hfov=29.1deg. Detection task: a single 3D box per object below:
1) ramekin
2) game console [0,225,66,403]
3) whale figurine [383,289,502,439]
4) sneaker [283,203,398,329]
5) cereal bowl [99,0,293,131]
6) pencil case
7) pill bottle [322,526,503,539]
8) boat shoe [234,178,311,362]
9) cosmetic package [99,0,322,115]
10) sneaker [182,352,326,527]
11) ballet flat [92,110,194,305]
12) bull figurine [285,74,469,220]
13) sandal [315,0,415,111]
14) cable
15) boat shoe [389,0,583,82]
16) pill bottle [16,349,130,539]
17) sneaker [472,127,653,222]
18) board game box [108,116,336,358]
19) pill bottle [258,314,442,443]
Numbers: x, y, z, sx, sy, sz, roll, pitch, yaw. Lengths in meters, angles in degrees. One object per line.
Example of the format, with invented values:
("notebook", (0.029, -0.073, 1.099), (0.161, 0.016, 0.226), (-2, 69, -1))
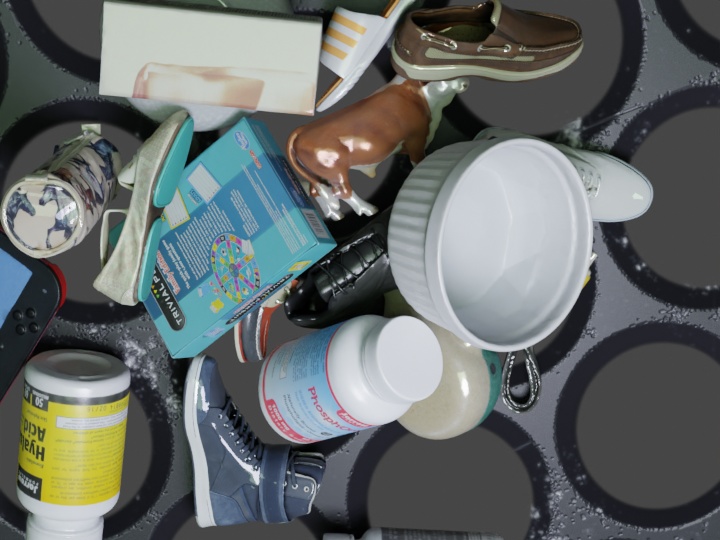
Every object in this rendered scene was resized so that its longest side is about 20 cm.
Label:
("ramekin", (0.118, -0.030, 1.328), (0.198, 0.105, 0.203), (-7, 103, -35))
("game console", (-0.418, 0.025, 1.440), (0.199, 0.031, 0.178), (36, 101, 3))
("whale figurine", (0.078, 0.072, 1.455), (0.158, 0.103, 0.202), (-26, 82, 40))
("sneaker", (0.000, 0.000, 1.397), (0.200, 0.090, 0.076), (-47, 63, 29))
("cereal bowl", (-0.163, -0.232, 1.372), (0.197, 0.083, 0.203), (0, 105, -1))
("pencil case", (-0.287, -0.078, 1.347), (0.077, 0.200, 0.091), (-7, 107, 5))
("pill bottle", (0.055, 0.338, 1.506), (0.197, 0.113, 0.115), (4, 105, -2))
("boat shoe", (-0.093, 0.000, 1.440), (0.062, 0.071, 0.203), (8, 98, 1))
("cosmetic package", (-0.136, -0.200, 1.286), (0.197, 0.103, 0.089), (6, 104, -2))
("sneaker", (-0.110, 0.179, 1.473), (0.144, 0.077, 0.205), (-1, 114, 11))
("ballet flat", (-0.219, -0.066, 1.362), (0.062, 0.067, 0.203), (17, 96, 7))
("bull figurine", (0.025, -0.133, 1.403), (0.198, 0.065, 0.123), (-23, 106, -4))
("sandal", (0.006, -0.252, 1.378), (0.059, 0.079, 0.208), (36, 92, -8))
("cable", (0.175, 0.055, 1.468), (0.096, 0.050, 0.203), (17, 103, -2))
("boat shoe", (0.131, -0.230, 1.356), (0.199, 0.075, 0.075), (-10, 145, -16))
("pill bottle", (-0.305, 0.194, 1.463), (0.110, 0.111, 0.203), (6, 104, -3))
("sneaker", (0.208, -0.092, 1.420), (0.197, 0.071, 0.074), (14, 104, -5))
("board game box", (-0.142, -0.031, 1.393), (0.199, 0.047, 0.152), (-37, 74, 20))
("pill bottle", (-0.010, 0.107, 1.396), (0.108, 0.199, 0.110), (12, 69, -34))
